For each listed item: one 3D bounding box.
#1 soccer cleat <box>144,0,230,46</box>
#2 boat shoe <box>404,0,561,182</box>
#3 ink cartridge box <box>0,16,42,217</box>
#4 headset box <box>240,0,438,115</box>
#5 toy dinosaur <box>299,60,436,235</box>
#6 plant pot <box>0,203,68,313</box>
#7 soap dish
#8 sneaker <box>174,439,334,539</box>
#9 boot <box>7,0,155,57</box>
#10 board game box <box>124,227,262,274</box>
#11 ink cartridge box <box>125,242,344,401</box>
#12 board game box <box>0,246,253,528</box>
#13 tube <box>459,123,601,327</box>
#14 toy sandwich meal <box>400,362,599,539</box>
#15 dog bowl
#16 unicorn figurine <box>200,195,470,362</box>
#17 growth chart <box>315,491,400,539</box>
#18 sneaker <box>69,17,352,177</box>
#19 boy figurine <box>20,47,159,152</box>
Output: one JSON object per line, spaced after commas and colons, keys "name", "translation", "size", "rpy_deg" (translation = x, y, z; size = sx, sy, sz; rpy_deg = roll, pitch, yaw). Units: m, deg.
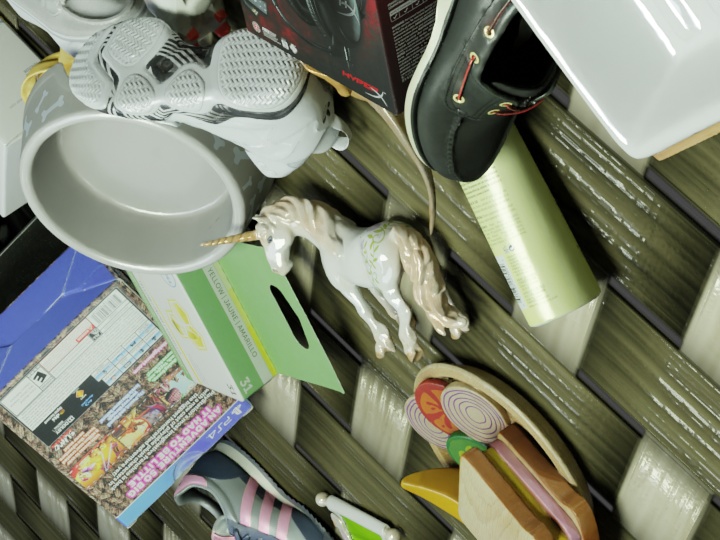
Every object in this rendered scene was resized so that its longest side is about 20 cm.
{"name": "soccer cleat", "translation": [-0.125, -0.218, 1.490], "size": [0.078, 0.069, 0.200], "rpy_deg": [49, 160, 14]}
{"name": "boat shoe", "translation": [0.076, -0.116, 1.239], "size": [0.063, 0.074, 0.202], "rpy_deg": [46, 146, 24]}
{"name": "ink cartridge box", "translation": [-0.349, -0.166, 1.951], "size": [0.200, 0.084, 0.145], "rpy_deg": [46, 156, 12]}
{"name": "headset box", "translation": [-0.014, -0.212, 1.269], "size": [0.149, 0.077, 0.200], "rpy_deg": [33, 148, 39]}
{"name": "toy dinosaur", "translation": [0.009, -0.123, 1.410], "size": [0.200, 0.060, 0.106], "rpy_deg": [58, -173, 4]}
{"name": "plant pot", "translation": [-0.352, 0.016, 2.110], "size": [0.199, 0.200, 0.178], "rpy_deg": [24, 158, 47]}
{"name": "soap dish", "translation": [0.157, -0.149, 1.050], "size": [0.158, 0.081, 0.200], "rpy_deg": [53, 157, -3]}
{"name": "sneaker", "translation": [-0.094, 0.251, 2.086], "size": [0.200, 0.082, 0.070], "rpy_deg": [38, 153, 29]}
{"name": "boot", "translation": [-0.233, -0.228, 1.658], "size": [0.200, 0.074, 0.096], "rpy_deg": [25, 152, 48]}
{"name": "board game box", "translation": [-0.146, -0.013, 1.862], "size": [0.134, 0.034, 0.200], "rpy_deg": [45, 156, 14]}
{"name": "ink cartridge box", "translation": [-0.109, 0.038, 1.767], "size": [0.200, 0.048, 0.146], "rpy_deg": [16, 138, 57]}
{"name": "board game box", "translation": [-0.225, 0.099, 1.926], "size": [0.200, 0.159, 0.097], "rpy_deg": [48, 178, -36]}
{"name": "tube", "translation": [0.085, -0.064, 1.354], "size": [0.058, 0.052, 0.200], "rpy_deg": [-27, 93, 22]}
{"name": "toy sandwich meal", "translation": [0.097, 0.160, 1.618], "size": [0.205, 0.070, 0.205], "rpy_deg": [41, 154, 24]}
{"name": "dog bowl", "translation": [-0.167, -0.075, 1.647], "size": [0.199, 0.059, 0.200], "rpy_deg": [8, 139, 7]}
{"name": "unicorn figurine", "translation": [0.000, 0.000, 1.583], "size": [0.200, 0.074, 0.138], "rpy_deg": [-15, 111, 48]}
{"name": "growth chart", "translation": [0.035, 0.291, 1.990], "size": [0.145, 0.018, 0.200], "rpy_deg": [8, 131, 59]}
{"name": "sneaker", "translation": [-0.102, -0.116, 1.511], "size": [0.199, 0.075, 0.115], "rpy_deg": [5, 156, 33]}
{"name": "boy figurine", "translation": [-0.207, -0.149, 1.744], "size": [0.200, 0.064, 0.125], "rpy_deg": [16, 141, 49]}
